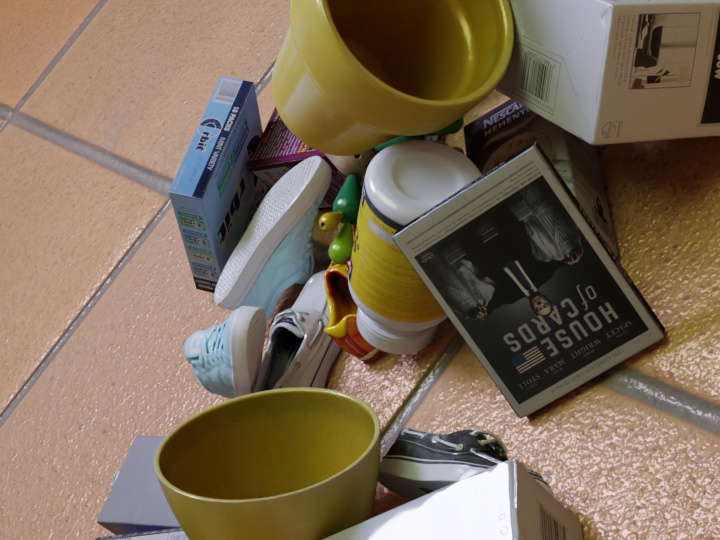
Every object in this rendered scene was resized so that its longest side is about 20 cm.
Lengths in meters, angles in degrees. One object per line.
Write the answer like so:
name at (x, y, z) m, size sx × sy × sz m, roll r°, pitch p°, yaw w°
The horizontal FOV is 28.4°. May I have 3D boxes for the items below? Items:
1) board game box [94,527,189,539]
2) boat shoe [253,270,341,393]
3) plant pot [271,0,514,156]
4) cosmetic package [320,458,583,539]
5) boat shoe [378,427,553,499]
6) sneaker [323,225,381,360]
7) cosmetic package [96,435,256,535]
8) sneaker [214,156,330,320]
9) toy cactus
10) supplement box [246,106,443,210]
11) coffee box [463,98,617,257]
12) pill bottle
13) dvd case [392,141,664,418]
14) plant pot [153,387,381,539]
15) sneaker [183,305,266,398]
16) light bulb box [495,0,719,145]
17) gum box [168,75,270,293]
board game box at (-0.198, 0.353, 1.321) m, size 0.159 × 0.097 × 0.201 m, roll -14°, pitch 46°, yaw 39°
boat shoe at (-0.061, 0.071, 1.482) m, size 0.073 × 0.067 × 0.201 m, roll -20°, pitch 43°, yaw 34°
plant pot at (0.012, -0.201, 1.317) m, size 0.189 × 0.200 × 0.201 m, roll -39°, pitch 26°, yaw 57°
cosmetic package at (0.069, 0.241, 1.135) m, size 0.199 × 0.113 × 0.081 m, roll -25°, pitch 40°, yaw 26°
boat shoe at (0.091, 0.166, 1.220) m, size 0.200 × 0.071 × 0.064 m, roll 2°, pitch 58°, yaw 50°
sneaker at (0.000, 0.000, 1.480) m, size 0.073 × 0.077 × 0.200 m, roll -31°, pitch 36°, yaw 25°
cosmetic package at (-0.161, 0.228, 1.420) m, size 0.200 × 0.090 × 0.107 m, roll -7°, pitch 51°, yaw 47°
sneaker at (-0.078, -0.032, 1.561) m, size 0.200 × 0.082 × 0.074 m, roll -54°, pitch 28°, yaw 18°
toy cactus at (0.013, -0.100, 1.445) m, size 0.165 × 0.102 × 0.200 m, roll 37°, pitch 98°, yaw 33°
supplement box at (-0.013, -0.150, 1.618) m, size 0.200 × 0.103 × 0.131 m, roll -3°, pitch 55°, yaw 45°
coffee box at (0.170, -0.079, 1.371) m, size 0.114 × 0.080 × 0.200 m, roll -29°, pitch 38°, yaw 24°
pill bottle at (0.047, -0.015, 1.334) m, size 0.112 × 0.200 × 0.112 m, roll 5°, pitch 46°, yaw -5°
dvd case at (0.144, 0.011, 1.215) m, size 0.150 × 0.200 × 0.025 m, roll -33°, pitch 9°, yaw 20°
plant pot at (-0.071, 0.212, 1.260) m, size 0.199 × 0.143 × 0.200 m, roll -8°, pitch 22°, yaw 3°
sneaker at (-0.143, 0.087, 1.449) m, size 0.200 × 0.082 × 0.074 m, roll 105°, pitch 178°, yaw -64°
light bulb box at (0.250, -0.206, 1.287) m, size 0.198 × 0.199 × 0.125 m, roll -136°, pitch 45°, yaw -56°
gum box at (-0.159, -0.095, 1.650) m, size 0.044 × 0.200 × 0.170 m, roll 12°, pitch 60°, yaw 12°
